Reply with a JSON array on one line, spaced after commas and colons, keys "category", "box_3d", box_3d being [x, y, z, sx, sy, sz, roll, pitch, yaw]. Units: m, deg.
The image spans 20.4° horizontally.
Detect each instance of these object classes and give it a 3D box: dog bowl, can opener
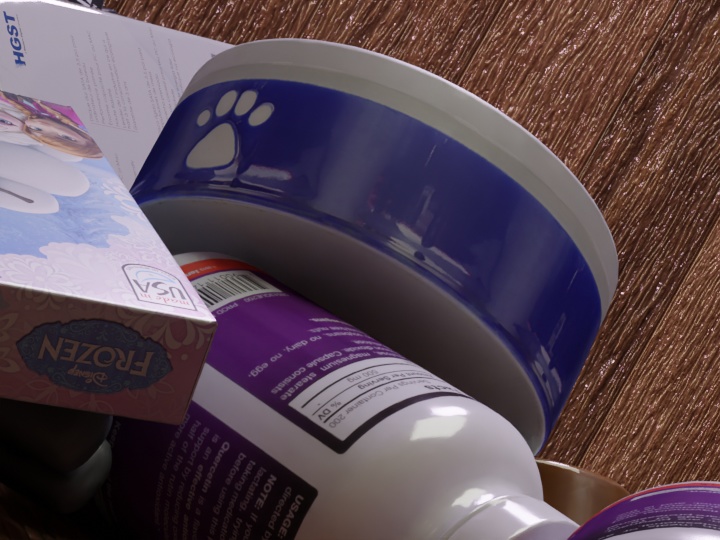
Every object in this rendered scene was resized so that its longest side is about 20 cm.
[{"category": "dog bowl", "box_3d": [0.000, 0.000, 0.823, 0.199, 0.079, 0.200, 22, -27, 12]}, {"category": "can opener", "box_3d": [-0.165, 0.010, 0.711, 0.199, 0.067, 0.053, 28, -37, 14]}]

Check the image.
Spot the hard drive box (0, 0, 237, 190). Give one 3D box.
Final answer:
[{"category": "hard drive box", "box_3d": [-0.126, -0.042, 0.975, 0.200, 0.077, 0.157, 9, 61, -54]}]

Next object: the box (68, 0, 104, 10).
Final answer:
[{"category": "box", "box_3d": [-0.228, -0.102, 1.014, 0.086, 0.201, 0.164, 1, -18, 37]}]

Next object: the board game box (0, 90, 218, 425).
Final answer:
[{"category": "board game box", "box_3d": [-0.171, -0.026, 0.674, 0.199, 0.044, 0.199, 12, 21, -28]}]

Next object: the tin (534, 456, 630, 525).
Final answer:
[{"category": "tin", "box_3d": [0.020, 0.100, 0.839, 0.199, 0.042, 0.112, 5, -22, 17]}]

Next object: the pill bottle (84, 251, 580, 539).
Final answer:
[{"category": "pill bottle", "box_3d": [-0.015, 0.077, 0.705, 0.200, 0.113, 0.112, 30, 0, 41]}]

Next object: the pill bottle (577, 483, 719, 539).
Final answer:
[{"category": "pill bottle", "box_3d": [0.087, 0.119, 0.526, 0.112, 0.113, 0.200, 30, 5, 11]}]

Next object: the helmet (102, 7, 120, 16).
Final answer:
[{"category": "helmet", "box_3d": [-0.146, -0.036, 1.195, 0.199, 0.191, 0.201, 13, 38, -11]}]
